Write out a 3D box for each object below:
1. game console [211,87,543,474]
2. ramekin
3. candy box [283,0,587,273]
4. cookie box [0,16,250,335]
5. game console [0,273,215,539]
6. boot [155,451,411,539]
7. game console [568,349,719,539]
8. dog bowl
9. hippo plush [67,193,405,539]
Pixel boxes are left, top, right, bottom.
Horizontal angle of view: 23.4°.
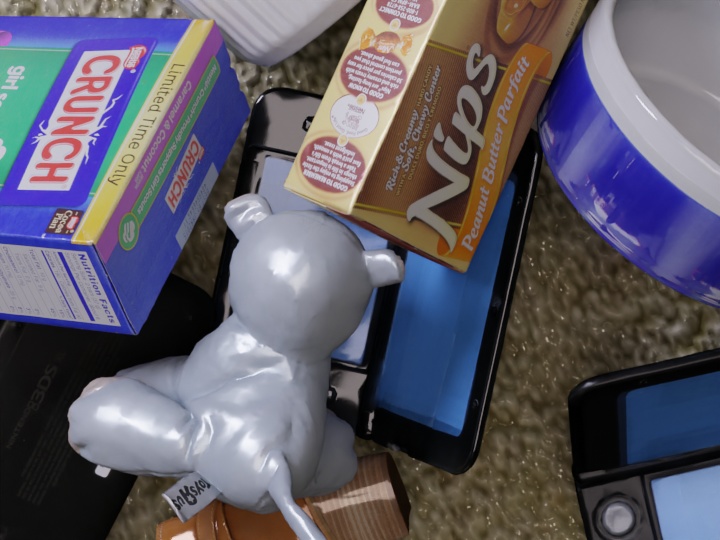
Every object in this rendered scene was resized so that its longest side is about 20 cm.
[{"bbox_3d":[0.000,0.000,1.021,0.175,0.116,0.201,13,90,1],"label":"game console"},{"bbox_3d":[-0.025,-0.202,0.986,0.202,0.202,0.094,-42,102,1],"label":"ramekin"},{"bbox_3d":[0.049,-0.111,0.929,0.055,0.115,0.201,25,90,39],"label":"candy box"},{"bbox_3d":[-0.186,-0.060,0.962,0.199,0.075,0.172,5,50,23],"label":"cookie box"},{"bbox_3d":[-0.214,0.062,1.051,0.175,0.116,0.201,28,88,-22],"label":"game console"},{"bbox_3d":[-0.028,0.217,1.047,0.155,0.077,0.201,-18,102,9],"label":"boot"},{"bbox_3d":[0.230,0.126,1.009,0.199,0.116,0.177,-12,90,2],"label":"game console"},{"bbox_3d":[0.202,-0.074,0.973,0.200,0.200,0.079,35,128,1],"label":"dog bowl"},{"bbox_3d":[-0.066,0.039,0.937,0.159,0.200,0.162,14,94,3],"label":"hippo plush"}]
